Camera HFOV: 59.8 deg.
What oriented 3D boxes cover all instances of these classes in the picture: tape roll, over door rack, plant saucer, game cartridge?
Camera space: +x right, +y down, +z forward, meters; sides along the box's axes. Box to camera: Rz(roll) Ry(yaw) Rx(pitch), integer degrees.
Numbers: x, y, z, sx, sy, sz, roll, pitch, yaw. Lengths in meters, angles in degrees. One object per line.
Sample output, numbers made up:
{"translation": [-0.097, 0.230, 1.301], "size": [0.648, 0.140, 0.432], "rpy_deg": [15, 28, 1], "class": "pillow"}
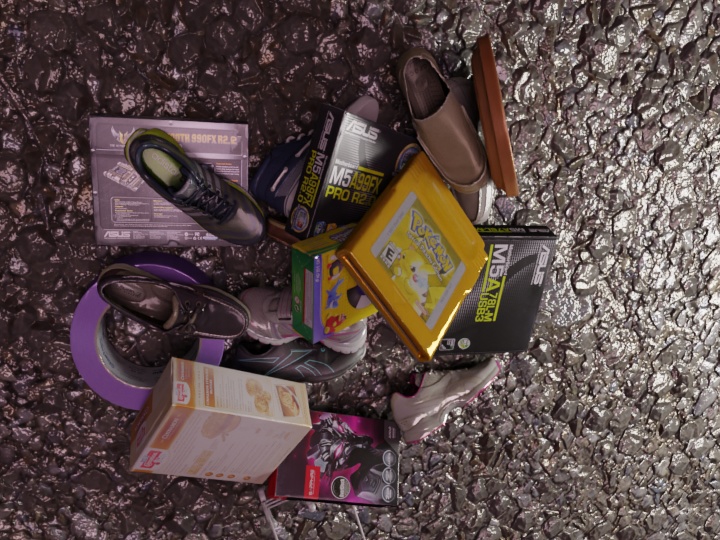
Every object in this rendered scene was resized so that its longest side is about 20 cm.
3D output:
{"translation": [-0.283, 0.082, 0.848], "size": [0.194, 0.066, 0.207], "rpy_deg": [-4, 107, -13], "class": "tape roll"}
{"translation": [-0.067, 0.409, 0.986], "size": [0.144, 0.067, 0.206], "rpy_deg": [-19, 89, -8], "class": "over door rack"}
{"translation": [0.173, -0.196, 0.814], "size": [0.031, 0.201, 0.206], "rpy_deg": [-11, 111, 14], "class": "plant saucer"}
{"translation": [0.076, -0.022, 0.785], "size": [0.177, 0.032, 0.201], "rpy_deg": [51, 55, -19], "class": "game cartridge"}

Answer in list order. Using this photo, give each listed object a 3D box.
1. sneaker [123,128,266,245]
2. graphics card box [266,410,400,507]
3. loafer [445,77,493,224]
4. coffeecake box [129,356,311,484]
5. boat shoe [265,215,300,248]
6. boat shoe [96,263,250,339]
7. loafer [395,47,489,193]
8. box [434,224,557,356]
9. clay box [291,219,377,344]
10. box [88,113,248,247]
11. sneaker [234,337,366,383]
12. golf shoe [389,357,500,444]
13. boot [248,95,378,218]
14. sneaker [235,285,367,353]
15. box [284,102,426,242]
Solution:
{"translation": [-0.199, -0.091, 0.756], "size": [0.198, 0.081, 0.075], "rpy_deg": [34, 96, -20], "class": "sneaker"}
{"translation": [-0.037, 0.283, 0.943], "size": [0.194, 0.051, 0.129], "rpy_deg": [12, 65, -17], "class": "graphics card box"}
{"translation": [0.137, -0.161, 0.872], "size": [0.069, 0.069, 0.206], "rpy_deg": [-23, 105, -39], "class": "loafer"}
{"translation": [-0.188, 0.208, 0.841], "size": [0.196, 0.074, 0.154], "rpy_deg": [18, 127, -32], "class": "coffeecake box"}
{"translation": [-0.048, -0.012, 0.874], "size": [0.196, 0.072, 0.069], "rpy_deg": [26, 98, -22], "class": "boat shoe"}
{"translation": [-0.231, 0.048, 0.781], "size": [0.195, 0.065, 0.074], "rpy_deg": [22, 100, -19], "class": "boat shoe"}
{"translation": [0.100, -0.189, 0.801], "size": [0.075, 0.068, 0.203], "rpy_deg": [-30, 92, 17], "class": "loafer"}
{"translation": [0.182, 0.032, 0.940], "size": [0.187, 0.048, 0.206], "rpy_deg": [1, 118, -12], "class": "box"}
{"translation": [0.000, 0.000, 0.798], "size": [0.197, 0.047, 0.118], "rpy_deg": [-23, 126, -40], "class": "clay box"}
{"translation": [-0.243, -0.114, 0.809], "size": [0.193, 0.048, 0.164], "rpy_deg": [-1, 105, -14], "class": "box"}
{"translation": [-0.087, 0.121, 0.903], "size": [0.194, 0.075, 0.082], "rpy_deg": [-15, 107, -10], "class": "sneaker"}
{"translation": [0.132, 0.182, 0.977], "size": [0.197, 0.076, 0.093], "rpy_deg": [-32, 80, -19], "class": "golf shoe"}
{"translation": [-0.061, -0.164, 0.826], "size": [0.202, 0.089, 0.073], "rpy_deg": [-54, 156, -18], "class": "boot"}
{"translation": [-0.076, 0.052, 0.860], "size": [0.194, 0.083, 0.089], "rpy_deg": [8, 146, -13], "class": "sneaker"}
{"translation": [0.002, -0.110, 0.816], "size": [0.198, 0.044, 0.165], "rpy_deg": [4, 108, -54], "class": "box"}
